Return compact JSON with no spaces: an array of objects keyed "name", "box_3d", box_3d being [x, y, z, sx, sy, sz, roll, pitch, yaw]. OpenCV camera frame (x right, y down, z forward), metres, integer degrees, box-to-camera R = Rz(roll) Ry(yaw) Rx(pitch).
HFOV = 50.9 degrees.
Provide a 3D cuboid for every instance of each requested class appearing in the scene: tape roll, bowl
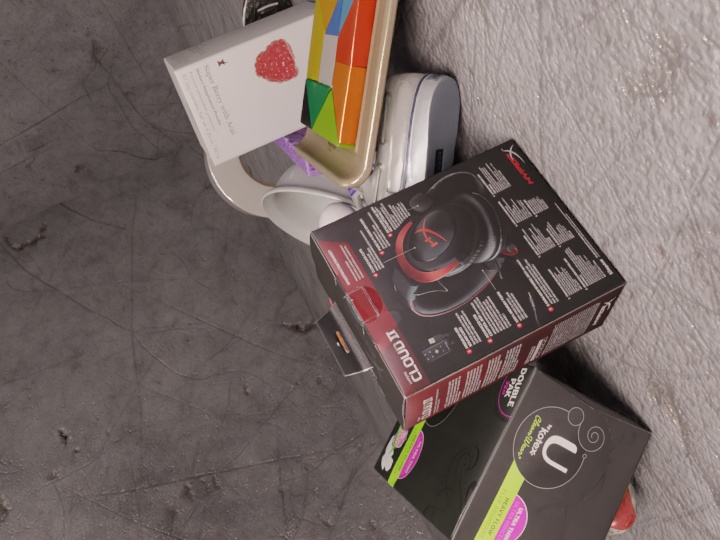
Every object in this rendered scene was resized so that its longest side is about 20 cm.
[{"name":"tape roll","box_3d":[-0.139,-0.182,1.170,0.204,0.202,0.139,65,170,-9]},{"name":"bowl","box_3d":[-0.019,-0.091,0.968,0.200,0.091,0.201,17,163,5]}]

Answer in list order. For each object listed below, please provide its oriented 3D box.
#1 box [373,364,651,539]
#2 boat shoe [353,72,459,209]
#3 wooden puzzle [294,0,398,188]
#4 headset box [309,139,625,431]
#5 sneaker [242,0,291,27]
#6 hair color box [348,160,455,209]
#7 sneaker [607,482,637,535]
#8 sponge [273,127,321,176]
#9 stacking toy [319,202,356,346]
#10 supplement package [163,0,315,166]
[{"name":"box","box_3d":[0.121,0.159,0.662,0.124,0.149,0.200,29,174,-15]},{"name":"boat shoe","box_3d":[0.028,-0.073,0.670,0.086,0.074,0.203,17,111,33]},{"name":"wooden puzzle","box_3d":[-0.017,-0.188,0.673,0.185,0.037,0.201,-135,55,-63]},{"name":"headset box","box_3d":[0.065,0.012,0.566,0.149,0.199,0.075,58,167,26]},{"name":"sneaker","box_3d":[-0.137,-0.354,1.105,0.200,0.074,0.080,86,161,-66]},{"name":"hair color box","box_3d":[0.068,-0.036,0.756,0.201,0.065,0.109,62,150,5]},{"name":"sneaker","box_3d":[0.211,0.208,0.725,0.082,0.078,0.200,50,175,-4]},{"name":"sponge","box_3d":[-0.045,-0.175,0.945,0.200,0.111,0.030,-131,22,-57]},{"name":"stacking toy","box_3d":[0.000,0.000,0.905,0.200,0.146,0.146,60,175,-37]},{"name":"supplement package","box_3d":[-0.118,-0.232,0.919,0.120,0.199,0.122,47,160,61]}]
